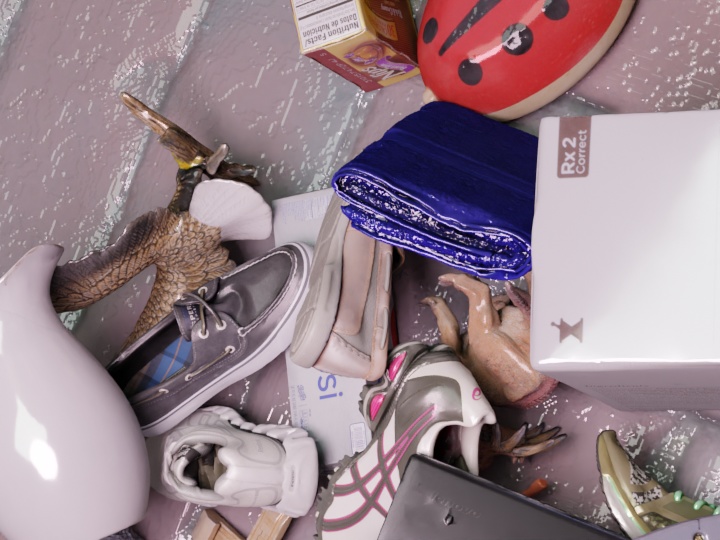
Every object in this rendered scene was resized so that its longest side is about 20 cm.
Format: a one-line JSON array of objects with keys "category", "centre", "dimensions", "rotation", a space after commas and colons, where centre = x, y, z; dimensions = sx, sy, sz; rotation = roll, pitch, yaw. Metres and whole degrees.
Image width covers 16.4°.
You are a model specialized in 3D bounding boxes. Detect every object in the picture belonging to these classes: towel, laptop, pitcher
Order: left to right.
[{"category": "pitcher", "centre": [-0.246, 0.104, 1.727], "dimensions": [0.171, 0.121, 0.201], "rotation": [-23, 88, 0]}, {"category": "towel", "centre": [0.074, -0.052, 1.695], "dimensions": [0.147, 0.200, 0.050], "rotation": [24, 114, 11]}, {"category": "laptop", "centre": [0.082, 0.255, 1.655], "dimensions": [0.186, 0.201, 0.116], "rotation": [22, 46, 5]}]

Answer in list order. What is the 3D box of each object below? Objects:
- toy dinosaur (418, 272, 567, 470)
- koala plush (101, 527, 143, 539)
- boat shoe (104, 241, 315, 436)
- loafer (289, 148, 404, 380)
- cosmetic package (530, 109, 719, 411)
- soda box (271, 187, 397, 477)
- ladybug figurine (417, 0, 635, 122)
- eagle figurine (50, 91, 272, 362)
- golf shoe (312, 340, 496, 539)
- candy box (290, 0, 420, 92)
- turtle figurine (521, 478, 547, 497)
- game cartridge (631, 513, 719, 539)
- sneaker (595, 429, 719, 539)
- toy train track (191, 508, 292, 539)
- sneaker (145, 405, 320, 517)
[{"category": "toy dinosaur", "centre": [0.103, 0.068, 1.700], "dimensions": [0.085, 0.200, 0.136], "rotation": [-13, 73, -22]}, {"category": "koala plush", "centre": [-0.209, 0.284, 1.760], "dimensions": [0.184, 0.200, 0.178], "rotation": [42, 97, 24]}, {"category": "boat shoe", "centre": [-0.114, 0.044, 1.771], "dimensions": [0.200, 0.066, 0.070], "rotation": [-36, 54, 22]}, {"category": "loafer", "centre": [0.000, 0.000, 1.703], "dimensions": [0.063, 0.201, 0.072], "rotation": [24, 133, -9]}, {"category": "cosmetic package", "centre": [0.218, -0.002, 1.628], "dimensions": [0.164, 0.200, 0.166], "rotation": [-2, 79, 22]}, {"category": "soda box", "centre": [-0.014, 0.045, 1.795], "dimensions": [0.063, 0.068, 0.201], "rotation": [-12, 75, 23]}, {"category": "ladybug figurine", "centre": [0.113, -0.192, 1.784], "dimensions": [0.136, 0.072, 0.200], "rotation": [44, 99, 24]}, {"category": "eagle figurine", "centre": [-0.152, -0.001, 1.837], "dimensions": [0.151, 0.151, 0.201], "rotation": [27, 81, 17]}, {"category": "golf shoe", "centre": [0.028, 0.147, 1.680], "dimensions": [0.088, 0.077, 0.201], "rotation": [41, 125, 40]}, {"category": "candy box", "centre": [-0.016, -0.242, 1.827], "dimensions": [0.056, 0.117, 0.201], "rotation": [-17, 74, 20]}, {"category": "turtle figurine", "centre": [0.073, 0.246, 1.719], "dimensions": [0.200, 0.064, 0.162], "rotation": [-36, 68, 13]}, {"category": "game cartridge", "centre": [0.270, 0.221, 1.602], "dimensions": [0.199, 0.042, 0.134], "rotation": [2, 75, -11]}, {"category": "sneaker", "centre": [0.232, 0.180, 1.667], "dimensions": [0.088, 0.077, 0.200], "rotation": [-36, 74, 1]}, {"category": "toy train track", "centre": [-0.060, 0.233, 1.775], "dimensions": [0.200, 0.032, 0.115], "rotation": [37, 107, 36]}, {"category": "sneaker", "centre": [-0.111, 0.135, 1.781], "dimensions": [0.200, 0.081, 0.076], "rotation": [-2, 87, 56]}]
